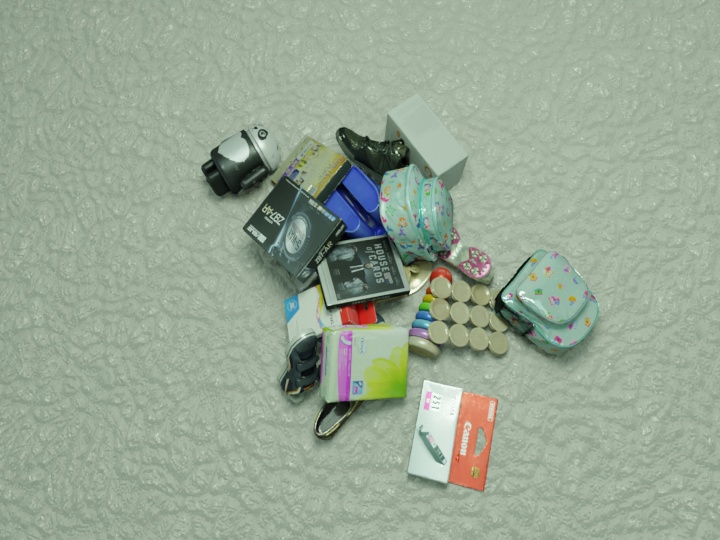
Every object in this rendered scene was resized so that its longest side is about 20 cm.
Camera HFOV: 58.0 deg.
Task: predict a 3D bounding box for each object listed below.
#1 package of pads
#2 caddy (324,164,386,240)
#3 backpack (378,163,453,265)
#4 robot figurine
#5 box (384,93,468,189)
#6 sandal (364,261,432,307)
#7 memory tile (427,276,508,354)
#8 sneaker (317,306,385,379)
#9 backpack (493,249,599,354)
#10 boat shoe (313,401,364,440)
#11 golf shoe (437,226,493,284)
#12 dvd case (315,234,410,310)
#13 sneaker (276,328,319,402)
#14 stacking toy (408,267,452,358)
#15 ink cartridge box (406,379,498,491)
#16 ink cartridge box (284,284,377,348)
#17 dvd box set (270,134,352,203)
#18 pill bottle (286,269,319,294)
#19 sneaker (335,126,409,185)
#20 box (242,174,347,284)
[{"bbox_3d":[0.009,0.194,1.396,0.194,0.068,0.160,2,92,-27],"label":"package of pads"},{"bbox_3d":[-0.009,-0.152,1.541,0.141,0.105,0.201,-44,59,7],"label":"caddy"},{"bbox_3d":[0.122,-0.130,1.443,0.147,0.200,0.182,-12,52,30],"label":"backpack"},{"bbox_3d":[-0.290,-0.271,1.595,0.197,0.125,0.153,-32,91,-3],"label":"robot figurine"},{"bbox_3d":[0.153,-0.292,1.548,0.096,0.125,0.202,-32,74,-13],"label":"box"},{"bbox_3d":[0.076,0.024,1.501,0.207,0.070,0.079,-26,73,-2],"label":"sandal"},{"bbox_3d":[0.242,0.100,1.448,0.194,0.017,0.158,11,69,-13],"label":"memory tile"},{"bbox_3d":[-0.029,0.166,1.483,0.198,0.071,0.082,-36,57,-7],"label":"sneaker"},{"bbox_3d":[0.415,0.074,1.410,0.200,0.154,0.176,44,71,6],"label":"backpack"},{"bbox_3d":[-0.035,0.287,1.445,0.071,0.060,0.201,36,81,14],"label":"boat shoe"},{"bbox_3d":[0.232,-0.033,1.505,0.076,0.091,0.200,-46,52,4],"label":"golf shoe"},{"bbox_3d":[0.000,0.000,1.443,0.194,0.025,0.154,-10,62,-16],"label":"dvd case"},{"bbox_3d":[-0.124,0.210,1.414,0.077,0.202,0.080,-20,59,-33],"label":"sneaker"},{"bbox_3d":[0.166,0.089,1.474,0.083,0.086,0.205,17,71,10],"label":"stacking toy"},{"bbox_3d":[0.201,0.357,1.409,0.168,0.044,0.206,10,76,10],"label":"ink cartridge box"},{"bbox_3d":[-0.069,0.092,1.460,0.196,0.067,0.119,-24,58,18],"label":"ink cartridge box"},{"bbox_3d":[-0.121,-0.235,1.561,0.148,0.029,0.199,-51,44,-2],"label":"dvd box set"},{"bbox_3d":[-0.141,-0.056,1.523,0.112,0.114,0.203,-30,72,-3],"label":"pill bottle"},{"bbox_3d":[0.039,-0.282,1.501,0.198,0.114,0.077,37,41,-18],"label":"sneaker"},{"bbox_3d":[-0.148,-0.094,1.445,0.199,0.044,0.161,39,87,28],"label":"box"}]
